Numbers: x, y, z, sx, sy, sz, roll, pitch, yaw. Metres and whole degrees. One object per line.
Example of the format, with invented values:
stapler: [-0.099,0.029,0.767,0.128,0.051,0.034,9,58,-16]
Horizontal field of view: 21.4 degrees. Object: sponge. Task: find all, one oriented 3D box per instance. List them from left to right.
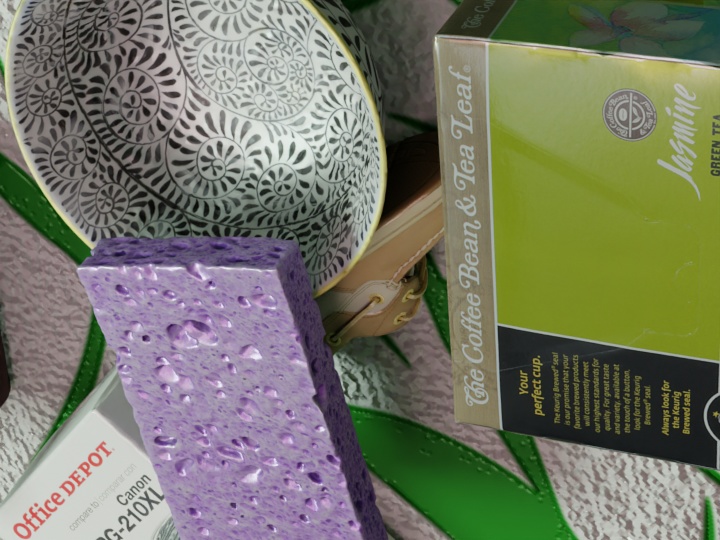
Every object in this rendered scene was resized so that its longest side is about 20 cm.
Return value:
sponge: [-0.061,0.071,0.959,0.111,0.030,0.201,1,127,23]

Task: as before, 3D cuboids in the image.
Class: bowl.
bowl: [-0.063,-0.089,0.925,0.200,0.094,0.202,13,127,18]

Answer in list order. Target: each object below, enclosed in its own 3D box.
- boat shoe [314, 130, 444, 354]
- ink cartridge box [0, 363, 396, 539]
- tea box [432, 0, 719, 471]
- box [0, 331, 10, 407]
boat shoe: [0.000,0.000,0.978,0.066,0.074,0.200,37,132,-19]
ink cartridge box: [-0.098,0.155,1.114,0.200,0.084,0.145,42,129,-5]
tea box: [0.145,-0.032,0.836,0.196,0.134,0.201,9,125,19]
box: [-0.319,0.021,1.079,0.163,0.166,0.201,12,127,20]
